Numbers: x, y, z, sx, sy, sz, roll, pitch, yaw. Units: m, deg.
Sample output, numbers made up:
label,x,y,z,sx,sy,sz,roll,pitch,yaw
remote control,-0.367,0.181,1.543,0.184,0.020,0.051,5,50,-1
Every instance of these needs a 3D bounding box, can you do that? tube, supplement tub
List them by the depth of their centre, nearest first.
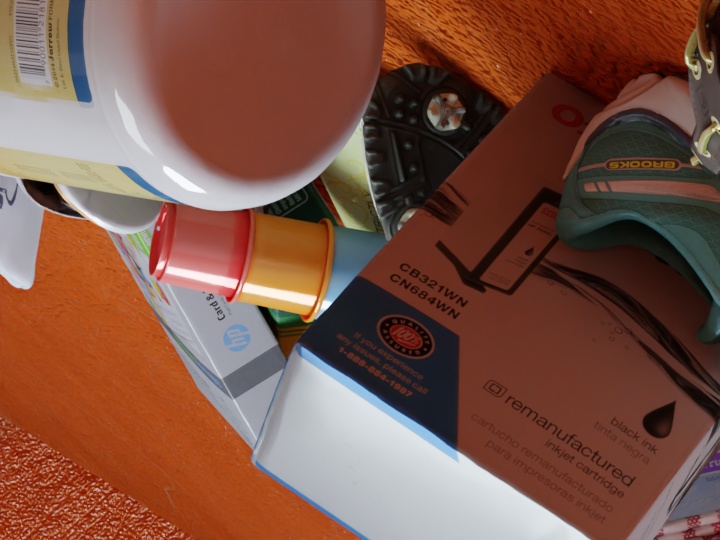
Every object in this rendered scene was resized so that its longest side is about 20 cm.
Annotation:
label,x,y,z,sx,sy,sz,roll,pitch,yaw
supplement tub,-0.103,-0.105,1.229,0.199,0.145,0.145,10,154,46
tube,0.008,-0.042,1.467,0.200,0.058,0.052,65,-172,-60

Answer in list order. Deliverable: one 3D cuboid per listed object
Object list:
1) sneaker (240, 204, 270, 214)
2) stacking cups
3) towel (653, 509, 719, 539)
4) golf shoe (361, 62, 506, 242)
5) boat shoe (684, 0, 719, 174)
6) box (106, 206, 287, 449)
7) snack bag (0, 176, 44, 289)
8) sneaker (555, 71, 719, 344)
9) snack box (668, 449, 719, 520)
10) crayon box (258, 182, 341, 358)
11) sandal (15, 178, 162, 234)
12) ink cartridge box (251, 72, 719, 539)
label,x,y,z,sx,sy,sz,roll,pitch,yaw
sneaker,-0.083,-0.093,1.416,0.080,0.074,0.200,7,151,21
stacking cups,0.000,0.000,1.443,0.199,0.061,0.060,13,174,-16
towel,0.181,0.122,1.260,0.146,0.199,0.030,85,172,-73
golf shoe,0.049,-0.009,1.360,0.200,0.077,0.088,57,166,-26
boat shoe,0.134,-0.064,0.979,0.059,0.072,0.200,28,173,14
box,-0.096,-0.005,1.587,0.201,0.041,0.156,63,171,-22
snack bag,-0.184,-0.107,1.450,0.021,0.190,0.200,-3,152,20
sneaker,0.165,0.006,1.141,0.199,0.080,0.078,31,167,14
snack box,0.101,0.113,1.397,0.200,0.168,0.068,148,111,-81
crayon box,-0.057,-0.025,1.596,0.126,0.051,0.200,56,173,12
sandal,-0.142,-0.072,1.449,0.079,0.059,0.207,46,-162,-30
ink cartridge box,0.075,0.033,1.183,0.146,0.200,0.085,32,139,11
